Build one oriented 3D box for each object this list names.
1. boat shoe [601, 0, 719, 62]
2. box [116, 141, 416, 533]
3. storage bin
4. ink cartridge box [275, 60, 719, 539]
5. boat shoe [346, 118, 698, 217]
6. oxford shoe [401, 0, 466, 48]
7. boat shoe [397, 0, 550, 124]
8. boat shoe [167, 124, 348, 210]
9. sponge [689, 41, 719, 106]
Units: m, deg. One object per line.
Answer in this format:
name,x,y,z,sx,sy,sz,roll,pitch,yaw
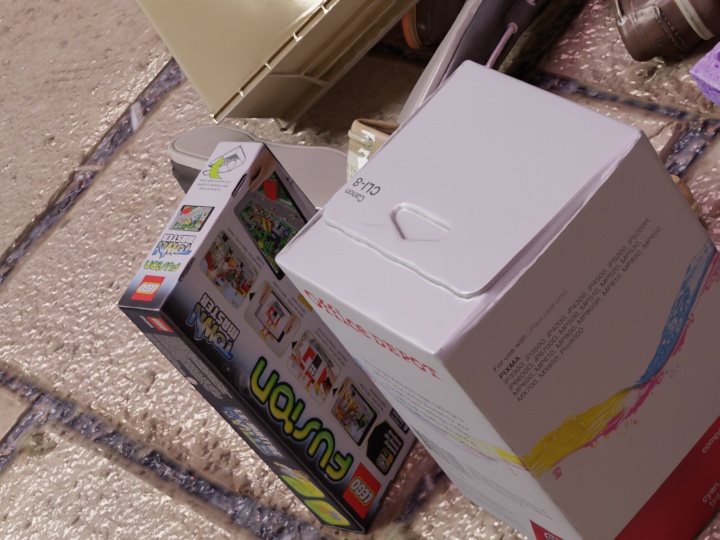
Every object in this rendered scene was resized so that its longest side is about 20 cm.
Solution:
boat shoe,0.166,-0.205,1.275,0.075,0.075,0.203,-33,37,18
box,-0.035,0.038,1.082,0.035,0.200,0.110,5,54,43
storage bin,-0.063,-0.231,1.342,0.198,0.094,0.200,-42,73,26
ink cartridge box,0.089,0.027,0.986,0.145,0.200,0.145,-47,37,-11
boat shoe,0.087,-0.049,1.129,0.199,0.063,0.073,2,14,10
oxford shoe,0.089,-0.234,1.376,0.073,0.071,0.201,19,75,24
boat shoe,0.078,-0.134,1.276,0.201,0.057,0.067,-62,7,-22
boat shoe,-0.050,-0.046,1.319,0.067,0.057,0.200,-33,35,-29
sponge,0.292,-0.152,1.144,0.200,0.030,0.112,-43,37,-5
